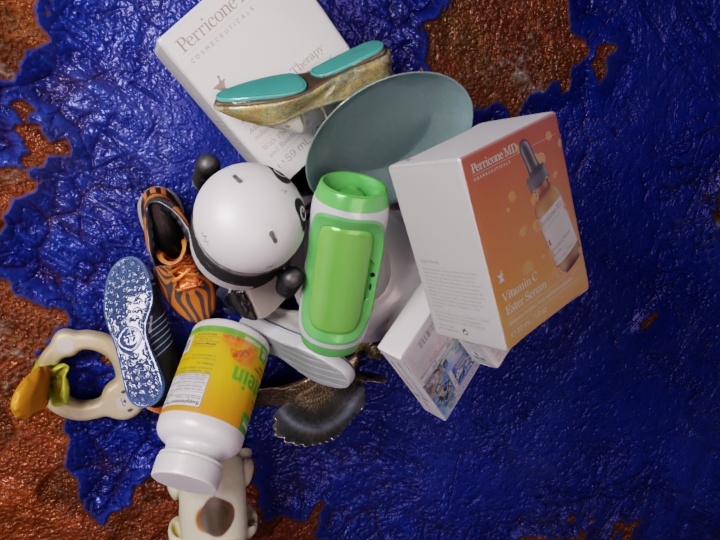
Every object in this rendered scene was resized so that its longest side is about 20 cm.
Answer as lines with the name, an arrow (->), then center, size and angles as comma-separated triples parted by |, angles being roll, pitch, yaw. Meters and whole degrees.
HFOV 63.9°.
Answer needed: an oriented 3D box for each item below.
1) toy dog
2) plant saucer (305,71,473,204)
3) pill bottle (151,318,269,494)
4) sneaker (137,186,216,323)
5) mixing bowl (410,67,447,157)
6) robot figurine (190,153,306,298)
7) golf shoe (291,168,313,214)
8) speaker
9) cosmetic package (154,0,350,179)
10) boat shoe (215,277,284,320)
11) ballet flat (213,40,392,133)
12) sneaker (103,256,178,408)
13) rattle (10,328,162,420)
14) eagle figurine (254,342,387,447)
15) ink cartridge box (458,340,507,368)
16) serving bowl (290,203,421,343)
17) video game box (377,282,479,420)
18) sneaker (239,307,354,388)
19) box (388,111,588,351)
toy dog -> -0.198, 0.359, 0.814 | 0.138, 0.194, 0.202 | 2, 67, -29
plant saucer -> 0.028, -0.148, 0.645 | 0.199, 0.039, 0.202 | -18, 151, -10
pill bottle -> -0.195, 0.175, 0.748 | 0.111, 0.111, 0.201 | 32, 51, -26
sneaker -> -0.241, -0.006, 0.753 | 0.077, 0.112, 0.202 | -23, 113, -12
mixing bowl -> 0.069, -0.162, 0.800 | 0.108, 0.201, 0.201 | -20, 115, 12
robot figurine -> -0.130, -0.046, 0.662 | 0.149, 0.200, 0.126 | 15, 75, -14
golf shoe -> -0.110, -0.084, 0.809 | 0.198, 0.078, 0.095 | -9, 121, -11
speaker -> -0.021, -0.004, 0.652 | 0.088, 0.089, 0.202 | -2, 120, -21
cosmetic package -> -0.117, -0.239, 0.699 | 0.167, 0.166, 0.200 | -43, 115, -4
boat shoe -> -0.118, -0.002, 0.833 | 0.200, 0.092, 0.075 | -36, 114, -39
ballet flat -> -0.053, -0.184, 0.616 | 0.199, 0.071, 0.071 | -23, 113, -13
sneaker -> -0.291, 0.084, 0.779 | 0.069, 0.078, 0.202 | -11, 81, -1
rattle -> -0.330, 0.163, 0.762 | 0.199, 0.143, 0.131 | 34, 72, -20
eagle figurine -> -0.060, 0.168, 0.867 | 0.150, 0.152, 0.200 | 35, 73, 15
ink cartridge box -> 0.152, -0.004, 0.720 | 0.161, 0.050, 0.200 | -50, 118, -21
serving bowl -> 0.000, 0.000, 0.751 | 0.198, 0.066, 0.202 | 0, 94, 4
video game box -> 0.123, 0.074, 0.773 | 0.201, 0.047, 0.183 | -53, 136, -18
sneaker -> -0.082, 0.093, 0.808 | 0.071, 0.199, 0.073 | -47, 147, -32
box -> 0.141, -0.044, 0.616 | 0.152, 0.106, 0.202 | -29, 111, -29
